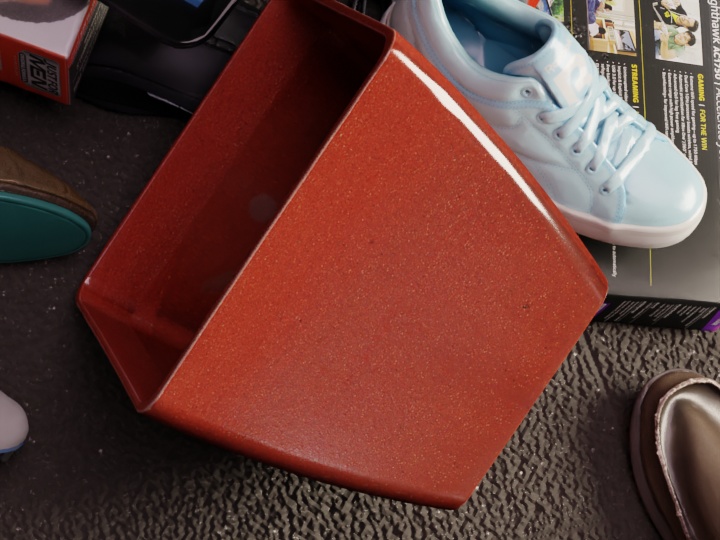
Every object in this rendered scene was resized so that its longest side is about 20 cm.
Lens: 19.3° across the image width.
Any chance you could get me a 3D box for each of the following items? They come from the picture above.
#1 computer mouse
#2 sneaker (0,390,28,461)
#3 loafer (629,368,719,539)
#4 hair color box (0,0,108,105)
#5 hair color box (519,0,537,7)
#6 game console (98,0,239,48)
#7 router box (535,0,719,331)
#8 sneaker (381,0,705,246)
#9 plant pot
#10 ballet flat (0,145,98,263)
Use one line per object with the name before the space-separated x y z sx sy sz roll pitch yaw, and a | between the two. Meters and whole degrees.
computer mouse | -0.066 -0.139 1.148 0.198 0.046 0.142 19 71 -12
sneaker | -0.241 0.032 1.009 0.199 0.072 0.073 30 96 -23
loafer | 0.210 0.144 1.140 0.072 0.071 0.202 -18 80 -22
hair color box | -0.224 -0.170 1.081 0.198 0.061 0.102 19 69 0
hair color box | 0.019 -0.224 1.134 0.199 0.102 0.062 28 67 10
game console | -0.100 -0.243 1.022 0.201 0.118 0.173 -54 139 -18
router box | 0.138 -0.073 1.190 0.148 0.051 0.202 6 71 -16
sneaker | 0.099 -0.085 1.098 0.199 0.082 0.074 32 70 -2
plant pot | 0.000 0.000 1.034 0.176 0.200 0.201 33 94 -22
ballet flat | -0.234 -0.042 1.065 0.198 0.068 0.073 -5 57 -15
